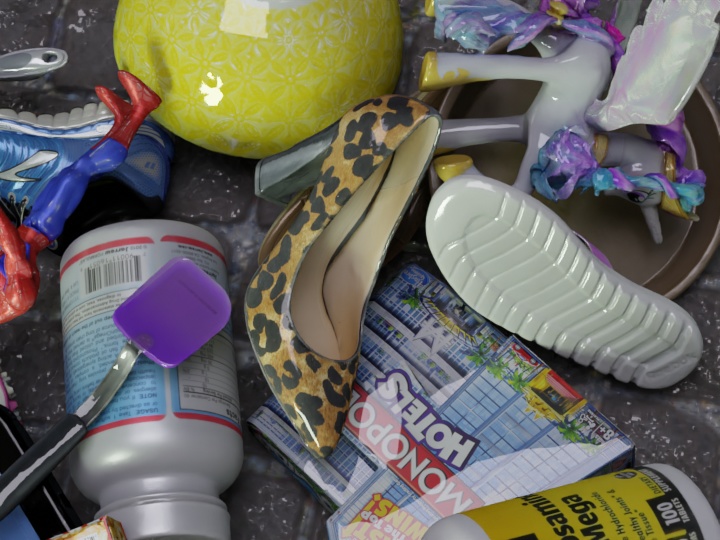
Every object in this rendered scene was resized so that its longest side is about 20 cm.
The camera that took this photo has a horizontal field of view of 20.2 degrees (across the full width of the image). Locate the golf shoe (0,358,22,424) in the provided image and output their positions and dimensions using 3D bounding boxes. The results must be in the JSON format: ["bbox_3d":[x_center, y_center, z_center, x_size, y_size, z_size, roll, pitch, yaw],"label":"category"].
[{"bbox_3d":[-0.291,0.035,1.279,0.091,0.075,0.201,-28,63,-12],"label":"golf shoe"}]

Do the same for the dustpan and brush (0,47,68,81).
[{"bbox_3d":[-0.292,-0.125,1.381,0.198,0.057,0.141,-5,66,4],"label":"dustpan and brush"}]

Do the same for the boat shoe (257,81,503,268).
[{"bbox_3d":[0.010,-0.053,1.317,0.200,0.064,0.071,-40,103,-16],"label":"boat shoe"}]

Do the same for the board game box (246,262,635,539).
[{"bbox_3d":[0.029,0.120,1.237,0.200,0.062,0.200,41,76,21],"label":"board game box"}]

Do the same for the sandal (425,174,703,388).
[{"bbox_3d":[0.121,0.006,1.236,0.202,0.082,0.050,36,29,-18],"label":"sandal"}]

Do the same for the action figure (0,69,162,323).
[{"bbox_3d":[-0.215,-0.048,1.253,0.099,0.065,0.201,34,67,-17],"label":"action figure"}]

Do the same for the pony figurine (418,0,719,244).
[{"bbox_3d":[0.133,-0.117,1.225,0.198,0.194,0.167,10,23,-8],"label":"pony figurine"}]

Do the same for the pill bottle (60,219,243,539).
[{"bbox_3d":[-0.128,0.079,1.247,0.108,0.109,0.201,-8,66,3],"label":"pill bottle"}]

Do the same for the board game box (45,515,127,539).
[{"bbox_3d":[-0.176,0.259,1.126,0.150,0.046,0.201,-20,77,0],"label":"board game box"}]

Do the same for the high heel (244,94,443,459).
[{"bbox_3d":[0.000,0.000,1.187,0.142,0.071,0.202,-23,66,40],"label":"high heel"}]

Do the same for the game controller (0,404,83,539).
[{"bbox_3d":[-0.204,0.179,1.198,0.104,0.042,0.201,-37,77,13],"label":"game controller"}]

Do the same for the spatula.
[{"bbox_3d":[-0.155,0.075,1.181,0.056,0.021,0.200,38,80,20],"label":"spatula"}]

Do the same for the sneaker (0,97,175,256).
[{"bbox_3d":[-0.221,-0.056,1.335,0.198,0.079,0.090,-7,63,3],"label":"sneaker"}]

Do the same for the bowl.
[{"bbox_3d":[-0.062,-0.184,1.328,0.198,0.108,0.201,5,56,-7],"label":"bowl"}]

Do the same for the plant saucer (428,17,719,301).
[{"bbox_3d":[0.140,-0.062,1.292,0.198,0.029,0.202,1,82,-8],"label":"plant saucer"}]

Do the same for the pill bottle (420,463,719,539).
[{"bbox_3d":[0.101,0.184,1.141,0.199,0.113,0.113,-12,64,-22],"label":"pill bottle"}]
